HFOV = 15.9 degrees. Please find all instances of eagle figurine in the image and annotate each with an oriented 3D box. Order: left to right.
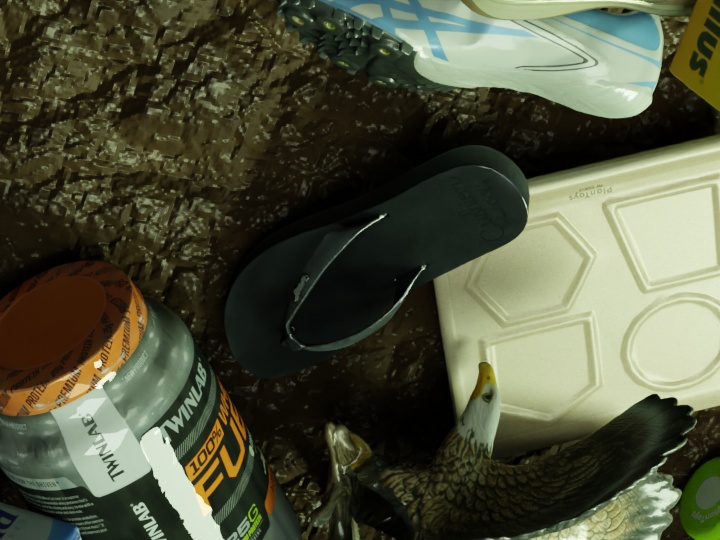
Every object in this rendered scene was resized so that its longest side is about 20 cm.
[{"bbox_3d":[0.076,0.124,1.393,0.198,0.152,0.152,10,110,4],"label":"eagle figurine"}]

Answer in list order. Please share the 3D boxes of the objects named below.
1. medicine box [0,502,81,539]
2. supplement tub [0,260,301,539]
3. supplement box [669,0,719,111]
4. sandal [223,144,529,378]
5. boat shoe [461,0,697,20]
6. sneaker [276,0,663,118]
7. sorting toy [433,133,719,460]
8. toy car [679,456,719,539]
[{"bbox_3d":[-0.255,0.206,1.345,0.198,0.103,0.183,15,125,13],"label":"medicine box"},{"bbox_3d":[-0.121,0.099,1.364,0.122,0.123,0.201,-26,126,4],"label":"supplement tub"},{"bbox_3d":[0.270,-0.124,1.274,0.199,0.109,0.109,-9,130,-41],"label":"supplement box"},{"bbox_3d":[0.000,-0.001,1.350,0.200,0.043,0.076,-34,118,31],"label":"sandal"},{"bbox_3d":[0.142,-0.169,1.262,0.198,0.073,0.065,-8,160,-16],"label":"boat shoe"},{"bbox_3d":[0.056,-0.127,1.300,0.198,0.072,0.073,10,76,-9],"label":"sneaker"},{"bbox_3d":[0.133,0.014,1.427,0.184,0.037,0.201,-13,130,-4],"label":"sorting toy"},{"bbox_3d":[0.303,0.184,1.478,0.164,0.200,0.158,33,111,-30],"label":"toy car"}]
